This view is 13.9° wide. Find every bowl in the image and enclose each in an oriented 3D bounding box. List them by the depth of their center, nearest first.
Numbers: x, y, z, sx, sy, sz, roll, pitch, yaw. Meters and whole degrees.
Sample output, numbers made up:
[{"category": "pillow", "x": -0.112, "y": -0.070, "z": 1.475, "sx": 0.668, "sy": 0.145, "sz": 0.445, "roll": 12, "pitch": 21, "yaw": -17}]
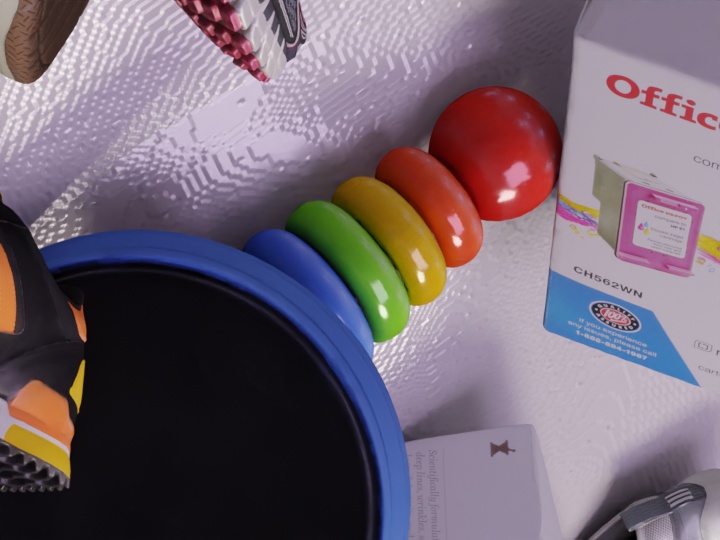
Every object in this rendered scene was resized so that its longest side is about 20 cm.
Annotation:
[{"category": "bowl", "x": -0.081, "y": 0.086, "z": 1.076, "sx": 0.201, "sy": 0.201, "sz": 0.039, "roll": -45, "pitch": 179, "yaw": 3}]

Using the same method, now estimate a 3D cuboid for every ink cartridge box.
[{"category": "ink cartridge box", "x": 0.155, "y": -0.038, "z": 1.166, "sx": 0.200, "sy": 0.144, "sz": 0.085, "roll": 91, "pitch": 23, "yaw": -54}]

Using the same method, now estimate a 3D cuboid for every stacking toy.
[{"category": "stacking toy", "x": 0.000, "y": 0.000, "z": 1.160, "sx": 0.200, "sy": 0.085, "sz": 0.085, "roll": -37, "pitch": 143, "yaw": -15}]

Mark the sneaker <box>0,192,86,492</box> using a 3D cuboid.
[{"category": "sneaker", "x": -0.151, "y": 0.001, "z": 0.970, "sx": 0.200, "sy": 0.070, "sz": 0.090, "roll": 50, "pitch": 45, "yaw": -54}]

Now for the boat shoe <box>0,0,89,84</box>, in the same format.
[{"category": "boat shoe", "x": -0.121, "y": -0.134, "z": 0.930, "sx": 0.200, "sy": 0.076, "sz": 0.072, "roll": 102, "pitch": 11, "yaw": -59}]

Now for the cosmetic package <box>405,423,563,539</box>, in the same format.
[{"category": "cosmetic package", "x": 0.062, "y": 0.169, "z": 1.343, "sx": 0.074, "sy": 0.102, "sz": 0.200, "roll": -9, "pitch": 139, "yaw": 9}]

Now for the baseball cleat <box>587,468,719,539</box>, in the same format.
[{"category": "baseball cleat", "x": 0.149, "y": 0.177, "z": 1.487, "sx": 0.106, "sy": 0.070, "sz": 0.200, "roll": -15, "pitch": 132, "yaw": -12}]

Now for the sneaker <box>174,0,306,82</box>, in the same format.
[{"category": "sneaker", "x": -0.043, "y": -0.144, "z": 0.976, "sx": 0.075, "sy": 0.081, "sz": 0.200, "roll": -32, "pitch": 141, "yaw": -17}]
